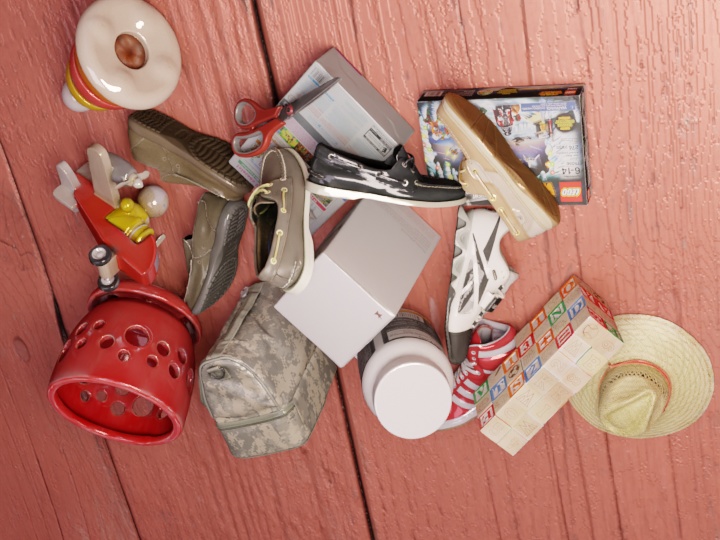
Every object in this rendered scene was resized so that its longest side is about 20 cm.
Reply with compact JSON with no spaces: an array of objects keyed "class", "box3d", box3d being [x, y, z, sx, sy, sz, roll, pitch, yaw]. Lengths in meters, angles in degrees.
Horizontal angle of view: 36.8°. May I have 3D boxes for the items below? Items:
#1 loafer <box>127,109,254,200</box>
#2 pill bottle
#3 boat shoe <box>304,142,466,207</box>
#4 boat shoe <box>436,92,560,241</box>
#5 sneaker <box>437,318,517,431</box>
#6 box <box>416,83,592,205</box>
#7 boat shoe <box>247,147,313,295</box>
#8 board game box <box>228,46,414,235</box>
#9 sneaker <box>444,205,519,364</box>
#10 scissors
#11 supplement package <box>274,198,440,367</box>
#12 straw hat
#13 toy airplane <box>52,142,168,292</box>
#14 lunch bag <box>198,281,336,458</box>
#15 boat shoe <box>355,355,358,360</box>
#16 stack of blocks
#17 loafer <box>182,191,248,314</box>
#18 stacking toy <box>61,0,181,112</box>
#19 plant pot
[{"class":"loafer","box3d":[-0.227,-0.146,1.447,0.198,0.076,0.068,32,128,15]},{"class":"pill bottle","box3d":[0.056,0.128,1.356,0.114,0.200,0.119,-1,105,-3]},{"class":"boat shoe","box3d":[0.034,-0.117,1.281,0.195,0.075,0.067,6,104,-6]},{"class":"boat shoe","box3d":[0.147,-0.113,1.251,0.069,0.074,0.200,-36,102,29]},{"class":"sneaker","box3d":[0.143,0.138,1.454,0.198,0.072,0.113,-27,110,25]},{"class":"box","box3d":[0.172,-0.147,1.290,0.196,0.040,0.139,1,120,23]},{"class":"boat shoe","box3d":[-0.099,-0.069,1.286,0.060,0.205,0.072,17,140,-34]},{"class":"board game box","box3d":[-0.052,-0.157,1.367,0.148,0.064,0.200,45,125,-6]},{"class":"sneaker","box3d":[0.152,0.024,1.357,0.087,0.074,0.204,8,102,6]},{"class":"scissors","box3d":[-0.090,-0.183,1.308,0.198,0.014,0.075,-5,87,42]},{"class":"supplement package","box3d":[0.000,0.000,1.352,0.117,0.201,0.117,42,126,-6]},{"class":"straw hat","box3d":[0.345,0.162,1.372,0.198,0.085,0.204,11,123,18]},{"class":"toy airplane","box3d":[-0.336,-0.083,1.503,0.202,0.139,0.199,68,163,-13]},{"class":"lunch bag","box3d":[-0.135,0.131,1.495,0.137,0.201,0.170,-11,118,25]},{"class":"boat shoe","box3d":[0.009,0.082,1.480,0.071,0.068,0.201,-36,104,5]},{"class":"stack of blocks","box3d":[0.227,0.116,1.340,0.058,0.116,0.201,36,109,-15]},{"class":"loafer","box3d":[-0.212,-0.028,1.516,0.069,0.075,0.202,32,123,16]},{"class":"stacking toy","box3d":[-0.338,-0.259,1.412,0.198,0.146,0.147,-15,114,49]},{"class":"plant pot","box3d":[-0.327,0.127,1.557,0.197,0.185,0.202,10,148,6]}]
